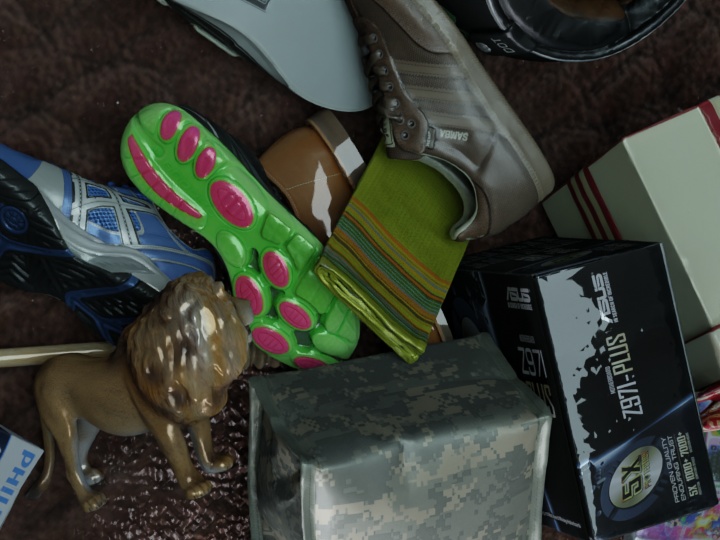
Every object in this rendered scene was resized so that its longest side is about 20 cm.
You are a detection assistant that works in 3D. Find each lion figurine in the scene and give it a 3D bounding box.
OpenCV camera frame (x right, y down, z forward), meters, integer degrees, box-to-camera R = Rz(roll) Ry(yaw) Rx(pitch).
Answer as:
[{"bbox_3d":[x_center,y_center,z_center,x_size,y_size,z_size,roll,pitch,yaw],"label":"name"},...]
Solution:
[{"bbox_3d":[-0.143,0.074,1.309,0.199,0.072,0.123,-13,105,30],"label":"lion figurine"}]

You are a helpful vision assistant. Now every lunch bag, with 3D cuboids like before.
[{"bbox_3d":[0.021,0.155,1.336,0.163,0.118,0.201,-10,122,-19],"label":"lunch bag"}]

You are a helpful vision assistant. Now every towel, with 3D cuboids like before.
[{"bbox_3d":[0.033,-0.033,1.365,0.086,0.018,0.200,44,39,-15],"label":"towel"}]

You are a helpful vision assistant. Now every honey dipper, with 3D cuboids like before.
[{"bbox_3d":[-0.149,0.048,1.374,0.199,0.038,0.038,-3,93,-12],"label":"honey dipper"}]

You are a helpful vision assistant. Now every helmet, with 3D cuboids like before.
[{"bbox_3d":[0.114,-0.232,1.358,0.199,0.191,0.201,-8,119,-15],"label":"helmet"}]

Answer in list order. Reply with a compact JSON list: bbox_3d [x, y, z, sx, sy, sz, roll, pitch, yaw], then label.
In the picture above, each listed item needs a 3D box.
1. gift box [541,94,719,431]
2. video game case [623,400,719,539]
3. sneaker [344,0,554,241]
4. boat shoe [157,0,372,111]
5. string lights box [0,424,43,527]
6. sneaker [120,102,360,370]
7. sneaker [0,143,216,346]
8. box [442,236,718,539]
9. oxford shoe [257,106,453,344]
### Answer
[{"bbox_3d":[0.239,-0.009,1.381,0.184,0.200,0.187,-24,86,-13],"label":"gift box"},{"bbox_3d":[0.285,0.108,1.507,0.199,0.024,0.183,8,90,-17],"label":"video game case"},{"bbox_3d":[0.036,-0.108,1.344,0.075,0.070,0.200,-39,96,-7],"label":"sneaker"},{"bbox_3d":[-0.066,-0.167,1.368,0.200,0.064,0.071,33,87,-27],"label":"boat shoe"},{"bbox_3d":[-0.283,0.109,1.267,0.200,0.059,0.103,36,80,-52],"label":"string lights box"},{"bbox_3d":[-0.064,-0.027,1.351,0.077,0.084,0.200,-33,99,19],"label":"sneaker"},{"bbox_3d":[-0.177,-0.025,1.350,0.200,0.076,0.077,37,44,-8],"label":"sneaker"},{"bbox_3d":[0.128,0.068,1.366,0.086,0.200,0.165,-14,96,-15],"label":"box"},{"bbox_3d":[0.000,0.000,1.400,0.071,0.071,0.200,-32,89,-8],"label":"oxford shoe"}]
